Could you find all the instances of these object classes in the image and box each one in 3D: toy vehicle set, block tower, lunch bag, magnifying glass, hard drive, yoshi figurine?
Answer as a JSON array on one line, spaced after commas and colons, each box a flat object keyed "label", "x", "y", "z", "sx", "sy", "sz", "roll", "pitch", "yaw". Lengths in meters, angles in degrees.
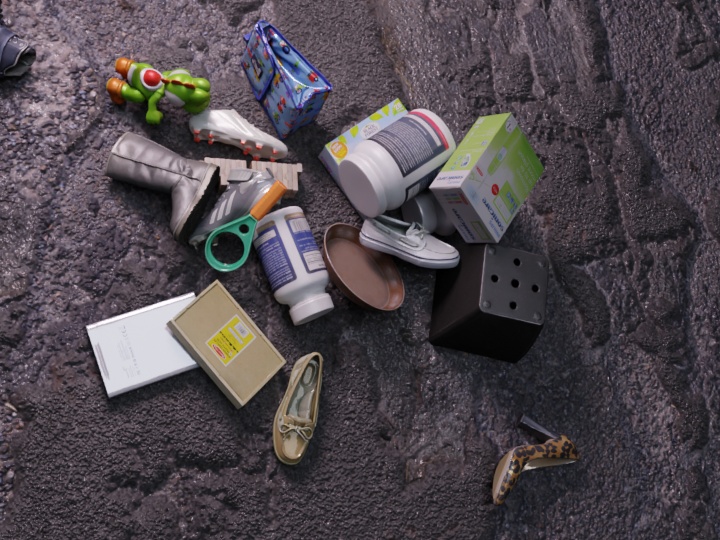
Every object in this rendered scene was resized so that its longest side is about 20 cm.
[{"label": "toy vehicle set", "x": -0.240, "y": 0.131, "z": 1.624, "sx": 0.201, "sy": 0.026, "sz": 0.124, "roll": 51, "pitch": 55, "yaw": -4}, {"label": "block tower", "x": -0.212, "y": -0.176, "z": 1.730, "sx": 0.197, "sy": 0.054, "sz": 0.059, "roll": 0, "pitch": 75, "yaw": -16}, {"label": "lunch bag", "x": -0.160, "y": -0.382, "z": 1.752, "sx": 0.094, "sy": 0.151, "sz": 0.201, "roll": -34, "pitch": 86, "yaw": -22}, {"label": "magnifying glass", "x": -0.205, "y": -0.081, "z": 1.627, "sx": 0.079, "sy": 0.022, "sz": 0.200, "roll": 40, "pitch": 101, "yaw": -10}, {"label": "hard drive", "x": -0.372, "y": 0.131, "z": 1.607, "sx": 0.198, "sy": 0.025, "sz": 0.133, "roll": -18, "pitch": 81, "yaw": -21}, {"label": "yoshi figurine", "x": -0.367, "y": -0.338, "z": 1.702, "sx": 0.197, "sy": 0.114, "sz": 0.112, "roll": 12, "pitch": 29, "yaw": 15}]

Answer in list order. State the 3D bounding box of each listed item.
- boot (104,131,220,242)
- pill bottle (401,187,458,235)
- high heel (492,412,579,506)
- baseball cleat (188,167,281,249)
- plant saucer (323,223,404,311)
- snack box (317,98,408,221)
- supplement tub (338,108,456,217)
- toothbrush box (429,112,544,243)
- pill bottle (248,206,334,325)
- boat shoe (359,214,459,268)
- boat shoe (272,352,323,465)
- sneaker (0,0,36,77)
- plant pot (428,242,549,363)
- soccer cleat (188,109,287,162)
[{"label": "boot", "x": -0.374, "y": -0.154, "z": 1.636, "sx": 0.198, "sy": 0.073, "sz": 0.183, "roll": 20, "pitch": 59, "yaw": 3}, {"label": "pill bottle", "x": 0.189, "y": -0.136, "z": 1.806, "sx": 0.198, "sy": 0.120, "sz": 0.121, "roll": -18, "pitch": 80, "yaw": -21}, {"label": "high heel", "x": 0.338, "y": 0.387, "z": 1.722, "sx": 0.142, "sy": 0.072, "sz": 0.201, "roll": 31, "pitch": 59, "yaw": 0}, {"label": "baseball cleat", "x": -0.242, "y": -0.124, "z": 1.671, "sx": 0.198, "sy": 0.070, "sz": 0.107, "roll": -26, "pitch": 80, "yaw": 6}, {"label": "plant saucer", "x": 0.000, "y": 0.000, "z": 1.708, "sx": 0.199, "sy": 0.034, "sz": 0.202, "roll": 34, "pitch": 32, "yaw": -25}, {"label": "snack box", "x": 0.042, "y": -0.222, "z": 1.813, "sx": 0.199, "sy": 0.068, "sz": 0.170, "roll": -35, "pitch": 87, "yaw": -24}, {"label": "supplement tub", "x": 0.071, "y": -0.203, "z": 1.705, "sx": 0.199, "sy": 0.140, "sz": 0.141, "roll": -34, "pitch": 86, "yaw": -23}, {"label": "toothbrush box", "x": 0.240, "y": -0.173, "z": 1.690, "sx": 0.201, "sy": 0.086, "sz": 0.146, "roll": -53, "pitch": 122, "yaw": -25}, {"label": "pill bottle", "x": -0.123, "y": -0.007, "z": 1.677, "sx": 0.110, "sy": 0.111, "sz": 0.202, "roll": -20, "pitch": 81, "yaw": -21}, {"label": "boat shoe", "x": 0.097, "y": -0.059, "z": 1.716, "sx": 0.197, "sy": 0.067, "sz": 0.074, "roll": 13, "pitch": 30, "yaw": 0}, {"label": "boat shoe", "x": -0.108, "y": 0.249, "z": 1.633, "sx": 0.072, "sy": 0.063, "sz": 0.203, "roll": 20, "pitch": 70, "yaw": -10}, {"label": "sneaker", "x": -0.653, "y": -0.451, "z": 1.654, "sx": 0.144, "sy": 0.077, "sz": 0.205, "roll": 17, "pitch": 80, "yaw": 0}, {"label": "plant pot", "x": 0.261, "y": 0.047, "z": 1.744, "sx": 0.197, "sy": 0.177, "sz": 0.202, "roll": 13, "pitch": 70, "yaw": -12}, {"label": "soccer cleat", "x": -0.232, "y": -0.270, "z": 1.745, "sx": 0.197, "sy": 0.069, "sz": 0.079, "roll": 16, "pitch": 67, "yaw": -9}]
